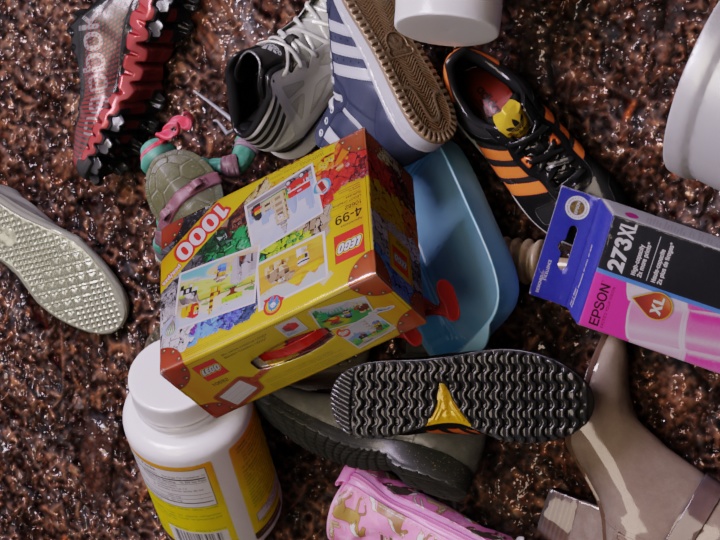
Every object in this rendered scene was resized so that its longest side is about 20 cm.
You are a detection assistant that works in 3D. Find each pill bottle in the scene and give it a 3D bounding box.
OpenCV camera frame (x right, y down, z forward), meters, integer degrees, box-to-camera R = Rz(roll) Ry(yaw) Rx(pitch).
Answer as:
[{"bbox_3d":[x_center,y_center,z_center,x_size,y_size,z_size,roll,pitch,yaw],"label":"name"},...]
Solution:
[{"bbox_3d":[-0.134,0.146,1.781,0.109,0.109,0.201,20,146,26],"label":"pill bottle"},{"bbox_3d":[0.076,-0.281,1.650,0.110,0.111,0.201,0,78,29],"label":"pill bottle"}]

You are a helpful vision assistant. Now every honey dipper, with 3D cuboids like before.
[{"bbox_3d":[0.193,-0.002,1.683,0.199,0.038,0.038,5,97,27],"label":"honey dipper"}]

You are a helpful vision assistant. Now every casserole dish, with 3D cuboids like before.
[{"bbox_3d":[0.070,-0.021,1.716,0.121,0.039,0.201,-49,56,46],"label":"casserole dish"}]

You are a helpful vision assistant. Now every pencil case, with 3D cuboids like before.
[{"bbox_3d":[0.066,0.226,1.749,0.199,0.083,0.087,24,107,26],"label":"pencil case"}]

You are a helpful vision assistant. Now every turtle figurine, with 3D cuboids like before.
[{"bbox_3d":[-0.133,-0.052,1.813,0.150,0.100,0.200,-45,66,23],"label":"turtle figurine"}]

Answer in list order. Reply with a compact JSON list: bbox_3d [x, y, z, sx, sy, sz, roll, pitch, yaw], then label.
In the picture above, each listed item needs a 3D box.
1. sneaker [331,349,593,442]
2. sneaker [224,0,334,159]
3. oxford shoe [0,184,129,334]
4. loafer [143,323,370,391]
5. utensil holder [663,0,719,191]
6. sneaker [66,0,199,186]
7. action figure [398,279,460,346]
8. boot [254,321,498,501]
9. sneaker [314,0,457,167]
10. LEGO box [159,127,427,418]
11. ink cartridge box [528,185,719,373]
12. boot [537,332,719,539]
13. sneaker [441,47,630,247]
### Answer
[{"bbox_3d":[0.079,0.093,1.653,0.199,0.090,0.070,-1,93,4],"label":"sneaker"},{"bbox_3d":[-0.039,-0.183,1.740,0.076,0.115,0.201,34,100,22],"label":"sneaker"},{"bbox_3d":[-0.288,-0.017,1.940,0.200,0.058,0.075,35,104,6],"label":"oxford shoe"},{"bbox_3d":[-0.084,0.073,1.826,0.199,0.068,0.076,1,57,17],"label":"loafer"},{"bbox_3d":[0.341,-0.105,1.515,0.199,0.170,0.171,29,108,23],"label":"utensil holder"},{"bbox_3d":[-0.217,-0.177,1.873,0.098,0.071,0.201,28,105,24],"label":"sneaker"},{"bbox_3d":[0.000,0.000,1.717,0.099,0.065,0.200,65,159,-13],"label":"action figure"},{"bbox_3d":[0.025,0.098,1.747,0.199,0.068,0.131,19,69,14],"label":"boot"},{"bbox_3d":[-0.003,-0.168,1.702,0.108,0.070,0.201,-38,70,48],"label":"sneaker"},{"bbox_3d":[-0.055,0.003,1.652,0.199,0.077,0.150,-25,46,24],"label":"LEGO box"},{"bbox_3d":[0.232,0.012,1.629,0.199,0.037,0.095,20,111,11],"label":"ink cartridge box"},{"bbox_3d":[0.228,0.160,1.668,0.146,0.070,0.201,20,104,19],"label":"boot"},{"bbox_3d":[0.131,-0.095,1.667,0.070,0.090,0.200,-42,72,2],"label":"sneaker"}]
